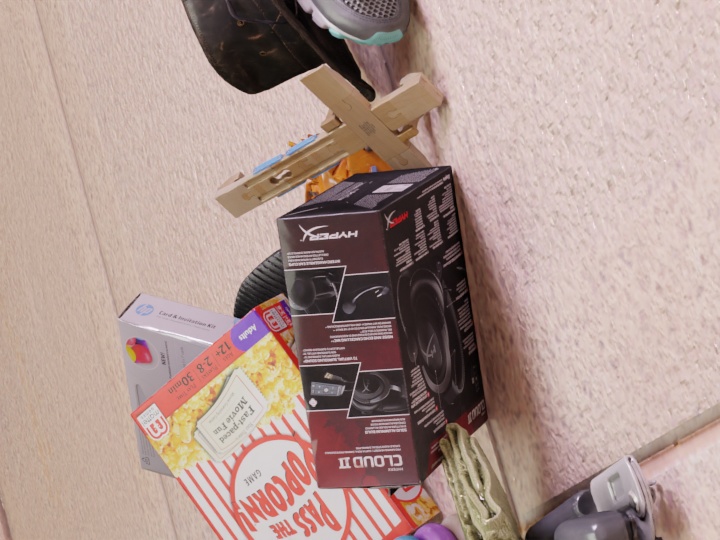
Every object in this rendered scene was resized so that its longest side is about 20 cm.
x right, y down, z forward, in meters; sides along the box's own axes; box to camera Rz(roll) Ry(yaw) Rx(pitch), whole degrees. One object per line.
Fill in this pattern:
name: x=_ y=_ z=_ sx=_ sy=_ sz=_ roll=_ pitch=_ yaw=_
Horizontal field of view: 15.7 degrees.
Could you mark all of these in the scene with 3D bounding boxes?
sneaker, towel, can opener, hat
sneaker: x=-0.055 y=0.032 z=2.029 sx=0.074 sy=0.089 sz=0.200 roll=31 pitch=137 yaw=5
sneaker: x=-0.014 y=-0.245 z=1.741 sx=0.200 sy=0.077 sz=0.091 roll=68 pitch=155 yaw=21
towel: x=0.096 y=0.206 z=1.654 sx=0.148 sy=0.036 sz=0.200 roll=-106 pitch=-2 yaw=-63
can opener: x=0.134 y=0.157 z=1.578 sx=0.200 sy=0.066 sz=0.053 roll=121 pitch=135 yaw=-72
hat: x=-0.076 y=-0.175 z=1.808 sx=0.201 sy=0.081 sz=0.201 roll=51 pitch=-174 yaw=-8

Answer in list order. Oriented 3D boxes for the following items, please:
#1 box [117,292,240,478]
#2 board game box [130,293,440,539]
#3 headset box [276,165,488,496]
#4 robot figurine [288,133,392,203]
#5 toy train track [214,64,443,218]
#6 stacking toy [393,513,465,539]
box: x=-0.086 y=0.110 z=2.022 sx=0.199 sy=0.041 sz=0.156 roll=13 pitch=130 yaw=23
board game box: x=-0.057 y=0.142 z=1.937 sx=0.151 sy=0.046 sz=0.200 roll=-41 pitch=83 yaw=32
headset box: x=0.019 y=0.044 z=1.705 sx=0.149 sy=0.077 sz=0.201 roll=-35 pitch=-60 yaw=-65
robot figurine: x=0.000 y=0.000 z=1.873 sx=0.145 sy=0.058 sz=0.201 roll=-169 pitch=69 yaw=-72
toy train track: x=-0.021 y=-0.090 z=1.786 sx=0.200 sy=0.115 sz=0.033 roll=-28 pitch=31 yaw=37
stacking toy: x=-0.006 y=0.231 z=1.814 sx=0.085 sy=0.199 sz=0.086 roll=168 pitch=90 yaw=-72
